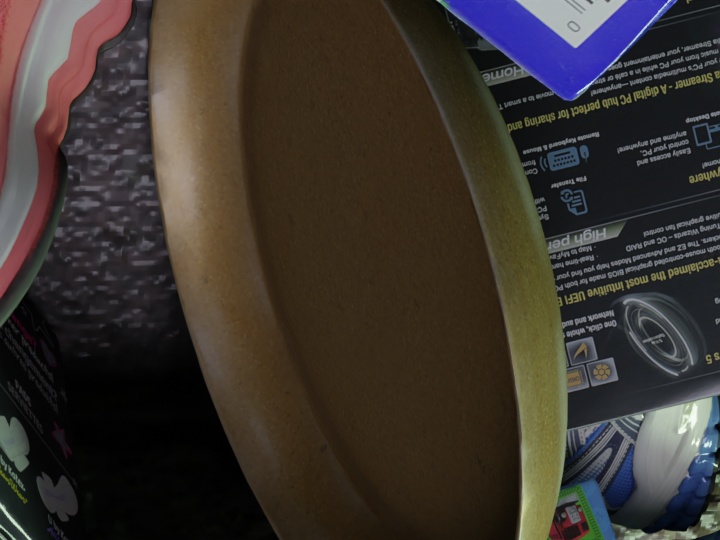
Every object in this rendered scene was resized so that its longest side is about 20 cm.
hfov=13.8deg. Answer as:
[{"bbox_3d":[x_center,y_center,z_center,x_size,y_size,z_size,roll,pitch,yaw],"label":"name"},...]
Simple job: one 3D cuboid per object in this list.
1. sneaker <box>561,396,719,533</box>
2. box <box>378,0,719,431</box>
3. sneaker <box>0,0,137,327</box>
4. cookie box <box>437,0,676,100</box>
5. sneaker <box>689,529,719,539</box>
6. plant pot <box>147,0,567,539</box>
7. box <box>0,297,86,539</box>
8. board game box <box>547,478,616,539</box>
[{"bbox_3d":[0.065,0.003,0.841,0.085,0.077,0.200,1,133,-4],"label":"sneaker"},{"bbox_3d":[0.109,-0.057,0.745,0.199,0.044,0.161,-15,95,2],"label":"box"},{"bbox_3d":[-0.108,-0.051,0.691,0.087,0.201,0.074,32,155,-23],"label":"sneaker"},{"bbox_3d":[0.002,-0.153,0.559,0.171,0.200,0.075,37,120,-19],"label":"cookie box"},{"bbox_3d":[0.110,0.102,0.911,0.078,0.200,0.066,-1,103,31],"label":"sneaker"},{"bbox_3d":[0.000,0.000,0.744,0.027,0.200,0.200,-15,138,-24],"label":"plant pot"},{"bbox_3d":[-0.191,0.056,0.808,0.200,0.115,0.132,-22,136,10],"label":"box"},{"bbox_3d":[-0.042,0.117,0.866,0.199,0.037,0.151,-14,169,-25],"label":"board game box"}]
